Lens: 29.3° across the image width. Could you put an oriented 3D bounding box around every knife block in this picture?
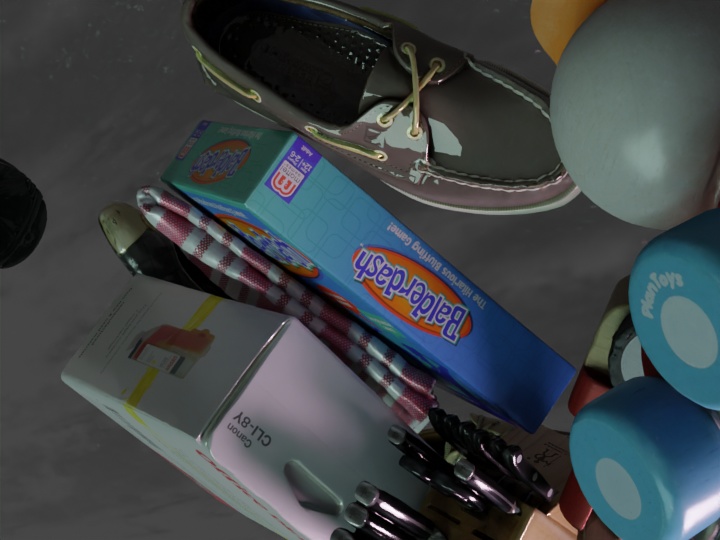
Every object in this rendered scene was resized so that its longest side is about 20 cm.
[{"bbox_3d":[0.059,0.163,0.726,0.064,0.175,0.202,24,125,40],"label":"knife block"}]

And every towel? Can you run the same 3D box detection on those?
[{"bbox_3d":[-0.040,0.026,0.786,0.199,0.030,0.146,35,173,6],"label":"towel"}]

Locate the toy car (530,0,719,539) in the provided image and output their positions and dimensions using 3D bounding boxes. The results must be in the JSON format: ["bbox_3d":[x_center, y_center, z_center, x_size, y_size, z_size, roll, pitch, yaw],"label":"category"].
[{"bbox_3d":[0.133,-0.034,0.537,0.200,0.183,0.178,50,151,29],"label":"toy car"}]

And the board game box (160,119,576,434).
[{"bbox_3d":[0.000,0.000,0.728,0.200,0.045,0.152,39,172,-22],"label":"board game box"}]

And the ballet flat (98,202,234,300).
[{"bbox_3d":[-0.084,0.015,0.899,0.199,0.067,0.057,38,110,-16],"label":"ballet flat"}]

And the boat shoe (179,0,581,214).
[{"bbox_3d":[0.009,-0.080,0.621,0.199,0.072,0.059,24,179,18],"label":"boat shoe"}]

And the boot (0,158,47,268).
[{"bbox_3d":[-0.322,-0.079,0.918,0.162,0.074,0.198,30,-178,32],"label":"boot"}]

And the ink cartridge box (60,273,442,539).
[{"bbox_3d":[-0.063,0.085,0.782,0.145,0.084,0.199,45,163,-28],"label":"ink cartridge box"}]

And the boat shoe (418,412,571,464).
[{"bbox_3d":[0.084,0.133,0.897,0.074,0.076,0.199,45,147,-18],"label":"boat shoe"}]

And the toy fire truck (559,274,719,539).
[{"bbox_3d":[0.168,0.123,0.654,0.175,0.129,0.201,23,114,9],"label":"toy fire truck"}]
